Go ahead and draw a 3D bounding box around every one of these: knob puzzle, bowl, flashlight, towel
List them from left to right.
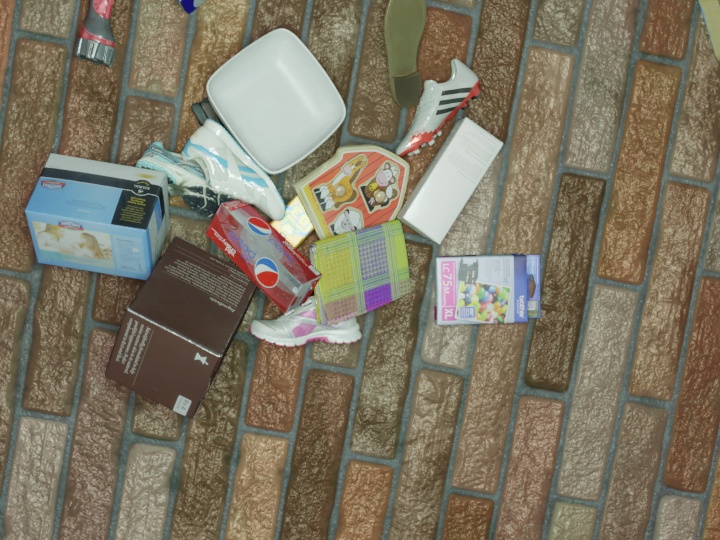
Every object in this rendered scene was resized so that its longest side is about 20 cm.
[{"bbox_3d":[-0.427,-0.450,1.464,0.066,0.068,0.205,14,94,-3],"label":"flashlight"},{"bbox_3d":[-0.145,-0.277,1.474,0.199,0.074,0.201,-40,96,-18],"label":"bowl"},{"bbox_3d":[0.000,0.000,1.496,0.197,0.023,0.147,-19,107,-33],"label":"towel"},{"bbox_3d":[0.005,-0.125,1.484,0.215,0.030,0.224,-14,123,-23],"label":"knob puzzle"}]

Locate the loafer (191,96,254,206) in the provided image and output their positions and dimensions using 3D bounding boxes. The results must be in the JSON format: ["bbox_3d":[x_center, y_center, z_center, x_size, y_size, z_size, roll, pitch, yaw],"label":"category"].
[{"bbox_3d":[-0.215,-0.210,1.496,0.062,0.072,0.202,-32,93,-7],"label":"loafer"}]

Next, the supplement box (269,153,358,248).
[{"bbox_3d":[-0.089,-0.106,1.512,0.066,0.069,0.200,43,92,-3],"label":"supplement box"}]

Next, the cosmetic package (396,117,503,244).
[{"bbox_3d":[0.150,-0.153,1.504,0.084,0.108,0.202,31,93,-6],"label":"cosmetic package"}]

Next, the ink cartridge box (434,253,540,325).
[{"bbox_3d":[0.229,0.033,1.557,0.195,0.042,0.122,-2,94,-5],"label":"ink cartridge box"}]

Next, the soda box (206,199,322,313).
[{"bbox_3d":[-0.160,-0.027,1.442,0.200,0.063,0.070,44,123,14],"label":"soda box"}]

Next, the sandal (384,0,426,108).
[{"bbox_3d":[0.066,-0.394,1.505,0.076,0.070,0.216,-11,117,-18],"label":"sandal"}]

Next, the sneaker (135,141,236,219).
[{"bbox_3d":[-0.281,-0.160,1.490,0.197,0.078,0.088,25,53,-20],"label":"sneaker"}]

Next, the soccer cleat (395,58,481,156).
[{"bbox_3d":[0.123,-0.280,1.512,0.200,0.069,0.085,-43,101,-5],"label":"soccer cleat"}]

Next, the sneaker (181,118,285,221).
[{"bbox_3d":[-0.204,-0.149,1.428,0.200,0.076,0.081,45,79,-12],"label":"sneaker"}]

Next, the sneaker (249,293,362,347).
[{"bbox_3d":[-0.096,0.082,1.522,0.195,0.081,0.091,-3,93,-12],"label":"sneaker"}]

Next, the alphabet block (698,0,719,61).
[{"bbox_3d":[0.702,-0.491,1.470,0.192,0.200,0.200,-22,95,-1],"label":"alphabet block"}]

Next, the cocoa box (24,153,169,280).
[{"bbox_3d":[-0.424,-0.086,1.428,0.195,0.135,0.133,9,51,-2],"label":"cocoa box"}]

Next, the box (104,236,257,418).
[{"bbox_3d":[-0.286,0.090,1.418,0.162,0.202,0.167,27,128,-5],"label":"box"}]

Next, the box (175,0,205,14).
[{"bbox_3d":[-0.277,-0.571,1.447,0.199,0.105,0.185,-39,96,-1],"label":"box"}]
